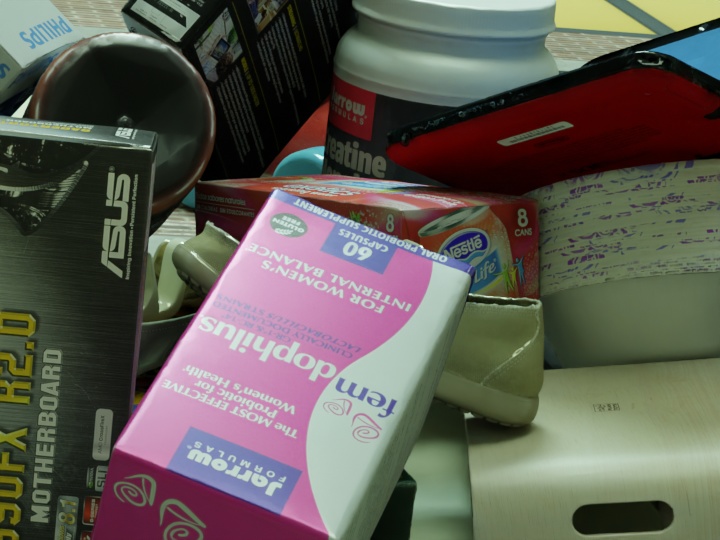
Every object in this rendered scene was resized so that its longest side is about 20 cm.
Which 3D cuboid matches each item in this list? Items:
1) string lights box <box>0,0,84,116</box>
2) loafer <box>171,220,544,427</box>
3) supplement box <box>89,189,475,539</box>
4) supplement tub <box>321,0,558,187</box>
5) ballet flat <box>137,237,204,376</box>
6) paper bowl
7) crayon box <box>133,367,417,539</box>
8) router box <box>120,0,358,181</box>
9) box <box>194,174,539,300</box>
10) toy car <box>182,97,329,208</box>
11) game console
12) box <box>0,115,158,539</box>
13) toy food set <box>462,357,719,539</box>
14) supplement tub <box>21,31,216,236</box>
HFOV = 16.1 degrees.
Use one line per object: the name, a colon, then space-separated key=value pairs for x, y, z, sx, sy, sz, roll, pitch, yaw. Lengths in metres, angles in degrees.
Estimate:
string lights box: x=-0.257 y=-0.078 z=1.473 sx=0.059 sy=0.200 sz=0.103 roll=46 pitch=20 yaw=0
loafer: x=0.004 y=0.014 z=1.244 sx=0.200 sy=0.068 sz=0.076 roll=22 pitch=-1 yaw=-19
supplement box: x=-0.034 y=0.070 z=1.090 sx=0.101 sy=0.104 sz=0.200 roll=21 pitch=39 yaw=5
supplement tub: x=0.047 y=-0.076 z=1.573 sx=0.140 sy=0.201 sz=0.140 roll=6 pitch=16 yaw=-2
ballet flat: x=-0.098 y=0.016 z=1.260 sx=0.067 sy=0.064 sz=0.200 roll=17 pitch=19 yaw=31
paper bowl: x=0.180 y=0.009 z=1.436 sx=0.200 sy=0.105 sz=0.201 roll=-5 pitch=-10 yaw=-1
crayon box: x=-0.067 y=0.088 z=1.236 sx=0.125 sy=0.052 sz=0.200 roll=1 pitch=17 yaw=-21
router box: x=-0.062 y=-0.148 z=1.541 sx=0.051 sy=0.149 sz=0.200 roll=34 pitch=-17 yaw=20
box: x=0.000 y=0.000 z=1.426 sx=0.100 sy=0.096 sz=0.200 roll=-5 pitch=9 yaw=-37
toy car: x=-0.021 y=-0.143 z=1.774 sx=0.177 sy=0.201 sz=0.184 roll=16 pitch=19 yaw=28
game console: x=0.139 y=-0.111 z=1.406 sx=0.172 sy=0.119 sz=0.200 roll=20 pitch=-25 yaw=-40
box: x=-0.175 y=0.031 z=1.119 sx=0.158 sy=0.201 sz=0.048 roll=6 pitch=13 yaw=-4
toy food set: x=0.125 y=0.097 z=1.294 sx=0.143 sy=0.061 sz=0.200 roll=-4 pitch=14 yaw=1
supplement tub: x=-0.151 y=-0.066 z=1.495 sx=0.107 sy=0.107 sz=0.200 roll=3 pitch=-11 yaw=-12
